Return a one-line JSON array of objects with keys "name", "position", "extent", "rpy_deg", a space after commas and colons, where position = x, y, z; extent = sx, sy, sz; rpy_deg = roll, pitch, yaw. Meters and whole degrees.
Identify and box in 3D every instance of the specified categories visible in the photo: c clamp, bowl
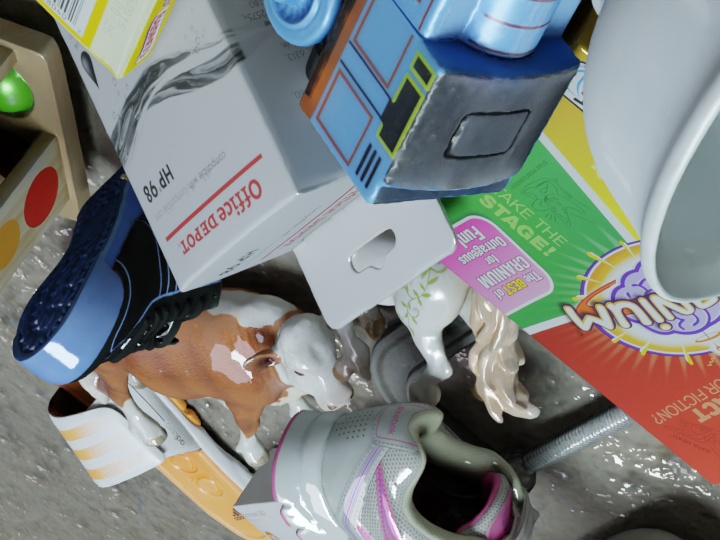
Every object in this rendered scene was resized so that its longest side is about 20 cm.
[{"name": "c clamp", "position": [0.096, 0.071, 0.977], "extent": [0.171, 0.027, 0.200], "rpy_deg": [42, 145, -14]}, {"name": "bowl", "position": [0.140, -0.092, 0.624], "extent": [0.090, 0.200, 0.202], "rpy_deg": [48, 153, 24]}]

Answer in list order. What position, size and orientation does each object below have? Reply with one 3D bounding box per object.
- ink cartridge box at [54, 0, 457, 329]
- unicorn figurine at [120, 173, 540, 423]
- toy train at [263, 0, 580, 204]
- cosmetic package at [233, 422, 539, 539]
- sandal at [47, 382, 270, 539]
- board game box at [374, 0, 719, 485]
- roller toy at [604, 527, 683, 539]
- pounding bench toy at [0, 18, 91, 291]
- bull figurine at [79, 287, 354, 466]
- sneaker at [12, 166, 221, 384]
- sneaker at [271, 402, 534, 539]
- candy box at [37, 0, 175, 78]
[{"name": "ink cartridge box", "position": [-0.051, -0.072, 0.797], "extent": [0.116, 0.066, 0.201], "rpy_deg": [-36, 78, 53]}, {"name": "unicorn figurine", "position": [0.000, 0.000, 0.929], "extent": [0.199, 0.074, 0.138], "rpy_deg": [9, 132, 27]}, {"name": "toy train", "position": [0.038, -0.122, 0.673], "extent": [0.115, 0.086, 0.201], "rpy_deg": [55, 135, 30]}, {"name": "cosmetic package", "position": [0.009, 0.137, 1.083], "extent": [0.083, 0.051, 0.200], "rpy_deg": [45, 153, -15]}, {"name": "sandal", "position": [-0.131, 0.117, 1.183], "extent": [0.207, 0.059, 0.079], "rpy_deg": [44, 144, -17]}, {"name": "board game box", "position": [0.125, -0.008, 0.773], "extent": [0.200, 0.040, 0.153], "rpy_deg": [39, 143, -10]}, {"name": "roller toy", "position": [0.156, 0.246, 1.007], "extent": [0.139, 0.200, 0.183], "rpy_deg": [35, 126, -8]}, {"name": "pounding bench toy", "position": [-0.227, -0.075, 0.930], "extent": [0.124, 0.156, 0.201], "rpy_deg": [20, 145, 17]}, {"name": "bull figurine", "position": [-0.082, 0.050, 1.054], "extent": [0.199, 0.065, 0.122], "rpy_deg": [15, 140, 25]}, {"name": "sneaker", "position": [-0.108, 0.009, 0.928], "extent": [0.078, 0.200, 0.070], "rpy_deg": [43, 114, -14]}, {"name": "sneaker", "position": [0.048, 0.139, 0.925], "extent": [0.088, 0.082, 0.200], "rpy_deg": [-20, 124, 40]}, {"name": "candy box", "position": [-0.145, -0.173, 0.735], "extent": [0.200, 0.026, 0.102], "rpy_deg": [45, 144, 4]}]
